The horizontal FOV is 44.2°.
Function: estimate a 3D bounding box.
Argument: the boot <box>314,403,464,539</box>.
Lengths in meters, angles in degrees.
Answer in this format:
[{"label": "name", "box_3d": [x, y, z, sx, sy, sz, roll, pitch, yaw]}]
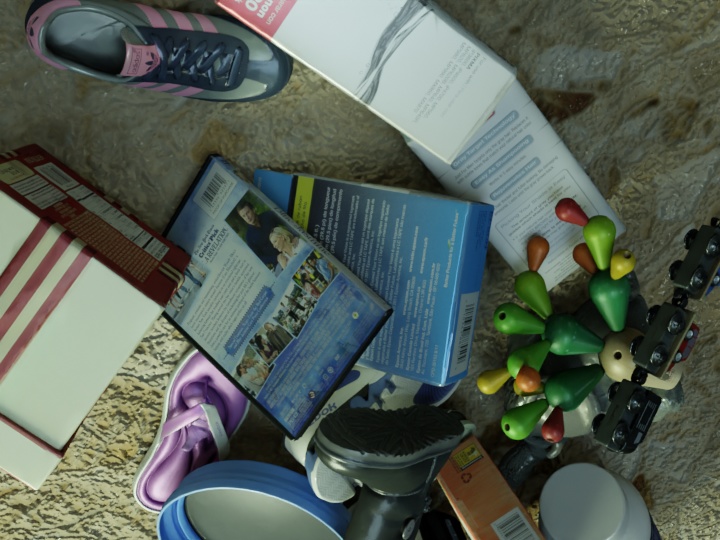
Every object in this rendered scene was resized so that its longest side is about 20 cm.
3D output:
[{"label": "boot", "box_3d": [-0.002, 0.215, 0.731, 0.164, 0.065, 0.202, 6, 112, -46]}]

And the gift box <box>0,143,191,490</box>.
[{"label": "gift box", "box_3d": [-0.260, 0.024, 0.664, 0.199, 0.185, 0.188, 36, 98, -6]}]

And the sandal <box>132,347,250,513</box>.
[{"label": "sandal", "box_3d": [-0.155, 0.159, 0.837, 0.082, 0.050, 0.204, 17, 114, -19]}]

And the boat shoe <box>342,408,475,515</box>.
[{"label": "boat shoe", "box_3d": [0.026, 0.199, 0.886, 0.201, 0.061, 0.072, -43, 142, 13]}]

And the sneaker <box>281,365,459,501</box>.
[{"label": "sneaker", "box_3d": [-0.002, 0.106, 0.816, 0.199, 0.115, 0.081, -42, 130, -22]}]

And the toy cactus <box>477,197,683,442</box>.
[{"label": "toy cactus", "box_3d": [0.190, 0.056, 0.729, 0.163, 0.102, 0.202, 19, 90, -8]}]

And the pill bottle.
[{"label": "pill bottle", "box_3d": [0.244, 0.267, 0.904, 0.110, 0.112, 0.200, -30, 142, 6]}]

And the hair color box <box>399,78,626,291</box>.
[{"label": "hair color box", "box_3d": [0.129, -0.081, 0.758, 0.099, 0.061, 0.200, -39, 119, 11]}]

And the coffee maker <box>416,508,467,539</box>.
[{"label": "coffee maker", "box_3d": [0.079, 0.361, 0.886, 0.133, 0.201, 0.193, -25, 140, -2]}]

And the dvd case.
[{"label": "dvd case", "box_3d": [-0.086, 0.022, 0.727, 0.200, 0.018, 0.143, 41, 111, 13]}]

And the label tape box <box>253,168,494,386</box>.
[{"label": "label tape box", "box_3d": [0.000, 0.000, 0.736, 0.198, 0.066, 0.145, 12, 98, 28]}]

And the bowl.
[{"label": "bowl", "box_3d": [-0.093, 0.255, 0.843, 0.198, 0.040, 0.202, 8, 130, 9]}]

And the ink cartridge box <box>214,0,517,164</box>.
[{"label": "ink cartridge box", "box_3d": [-0.002, -0.179, 0.629, 0.199, 0.146, 0.085, 29, 108, -23]}]

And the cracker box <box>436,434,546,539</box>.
[{"label": "cracker box", "box_3d": [0.144, 0.269, 0.875, 0.057, 0.134, 0.201, -31, 138, -5]}]

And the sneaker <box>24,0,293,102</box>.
[{"label": "sneaker", "box_3d": [-0.144, -0.155, 0.651, 0.197, 0.082, 0.071, 6, 117, -14]}]

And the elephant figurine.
[{"label": "elephant figurine", "box_3d": [0.190, 0.110, 0.836, 0.198, 0.141, 0.157, -24, 80, 13]}]

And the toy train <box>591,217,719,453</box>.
[{"label": "toy train", "box_3d": [0.243, 0.053, 0.697, 0.046, 0.034, 0.202, 28, 88, -30]}]
